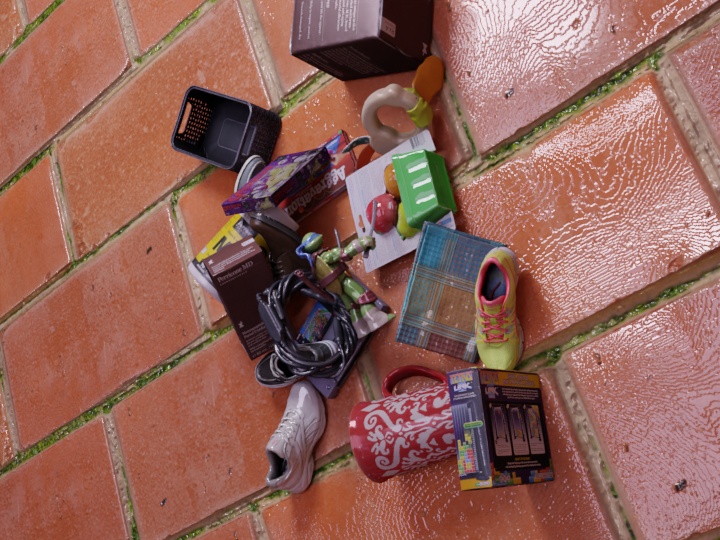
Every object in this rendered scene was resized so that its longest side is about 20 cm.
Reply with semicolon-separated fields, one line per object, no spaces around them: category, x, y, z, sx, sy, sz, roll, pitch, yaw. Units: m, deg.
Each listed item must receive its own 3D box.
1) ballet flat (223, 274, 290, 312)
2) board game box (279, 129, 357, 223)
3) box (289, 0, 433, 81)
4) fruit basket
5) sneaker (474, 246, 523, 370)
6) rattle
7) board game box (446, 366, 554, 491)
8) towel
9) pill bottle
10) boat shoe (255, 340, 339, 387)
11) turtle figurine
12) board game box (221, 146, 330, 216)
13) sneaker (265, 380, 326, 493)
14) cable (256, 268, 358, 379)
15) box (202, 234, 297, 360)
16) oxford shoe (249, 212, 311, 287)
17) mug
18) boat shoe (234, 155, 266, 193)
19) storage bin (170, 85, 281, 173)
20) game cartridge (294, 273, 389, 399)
ballet flat;-0.171;0.046;1.780;0.199;0.074;0.075;-29;67;31
board game box;-0.089;-0.167;1.775;0.199;0.019;0.104;-33;66;27
box;0.003;-0.446;1.662;0.198;0.165;0.167;-1;81;35
fruit basket;0.068;-0.116;1.622;0.199;0.093;0.188;-30;66;40
sneaker;0.207;0.066;1.465;0.077;0.090;0.203;-3;90;19
rattle;0.054;-0.277;1.666;0.200;0.128;0.145;132;146;-55
board game box;0.207;0.232;1.385;0.056;0.199;0.168;-17;72;33
towel;0.147;0.036;1.527;0.145;0.022;0.203;15;91;3
pill bottle;-0.213;-0.041;1.741;0.200;0.114;0.114;-48;58;0
boat shoe;-0.129;0.162;1.682;0.199;0.070;0.073;-24;74;37
turtle figurine;0.000;0.000;1.588;0.143;0.199;0.196;-32;89;33
board game box;-0.150;-0.162;1.701;0.119;0.200;0.033;-12;115;36
sneaker;-0.122;0.296;1.673;0.077;0.099;0.203;4;85;36
cable;-0.081;0.095;1.614;0.201;0.162;0.051;57;144;19
box;-0.195;0.050;1.681;0.099;0.202;0.075;-28;34;-11
oxford shoe;-0.132;-0.024;1.663;0.085;0.200;0.072;-52;30;-12
mug;0.093;0.231;1.513;0.198;0.133;0.180;-21;73;28
boat shoe;-0.206;-0.118;1.819;0.061;0.072;0.203;20;101;37
storage bin;-0.269;-0.275;1.877;0.198;0.093;0.137;22;96;37
game cartridge;-0.044;0.111;1.690;0.129;0.038;0.202;38;105;29
